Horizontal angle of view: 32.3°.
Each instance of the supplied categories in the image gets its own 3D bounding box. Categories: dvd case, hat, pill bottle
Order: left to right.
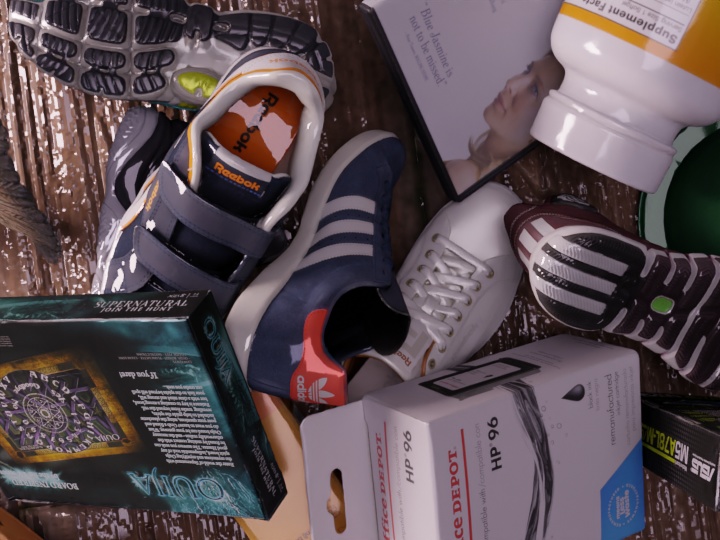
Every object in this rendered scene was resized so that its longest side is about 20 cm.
[{"bbox_3d":[0.108,-0.151,0.746,0.199,0.018,0.143,-35,124,-10],"label":"dvd case"},{"bbox_3d":[0.176,-0.151,0.702,0.110,0.111,0.201,25,102,-3],"label":"pill bottle"},{"bbox_3d":[0.258,-0.037,0.720,0.165,0.176,0.200,-41,92,-1],"label":"hat"}]

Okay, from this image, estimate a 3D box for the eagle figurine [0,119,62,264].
[{"bbox_3d":[-0.248,-0.090,0.706,0.150,0.151,0.202,-11,114,-43],"label":"eagle figurine"}]

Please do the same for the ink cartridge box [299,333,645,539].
[{"bbox_3d":[0.070,0.118,0.716,0.199,0.068,0.117,-14,105,-31],"label":"ink cartridge box"}]

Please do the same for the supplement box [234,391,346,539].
[{"bbox_3d":[-0.027,0.160,0.766,0.066,0.069,0.201,-35,90,-1],"label":"supplement box"}]

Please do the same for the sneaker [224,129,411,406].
[{"bbox_3d":[0.000,0.000,0.722,0.084,0.075,0.201,18,54,16],"label":"sneaker"}]

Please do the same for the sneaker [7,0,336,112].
[{"bbox_3d":[-0.114,-0.123,0.751,0.198,0.080,0.078,16,79,-7],"label":"sneaker"}]

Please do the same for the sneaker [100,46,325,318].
[{"bbox_3d":[-0.084,-0.031,0.681,0.078,0.079,0.201,24,94,-16],"label":"sneaker"}]

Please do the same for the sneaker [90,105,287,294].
[{"bbox_3d":[-0.102,0.005,0.755,0.113,0.075,0.202,6,90,-3],"label":"sneaker"}]

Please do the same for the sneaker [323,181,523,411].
[{"bbox_3d":[0.043,0.034,0.756,0.072,0.085,0.201,30,88,6],"label":"sneaker"}]

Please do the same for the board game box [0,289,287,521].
[{"bbox_3d":[-0.148,0.076,0.703,0.198,0.028,0.136,-1,121,29],"label":"board game box"}]

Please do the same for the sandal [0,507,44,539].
[{"bbox_3d":[-0.153,0.186,0.748,0.206,0.079,0.059,41,87,-7],"label":"sandal"}]

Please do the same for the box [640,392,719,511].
[{"bbox_3d":[0.270,0.106,0.716,0.198,0.193,0.048,4,88,-4],"label":"box"}]

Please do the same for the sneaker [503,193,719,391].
[{"bbox_3d":[0.170,0.000,0.749,0.199,0.116,0.076,24,107,-27],"label":"sneaker"}]
